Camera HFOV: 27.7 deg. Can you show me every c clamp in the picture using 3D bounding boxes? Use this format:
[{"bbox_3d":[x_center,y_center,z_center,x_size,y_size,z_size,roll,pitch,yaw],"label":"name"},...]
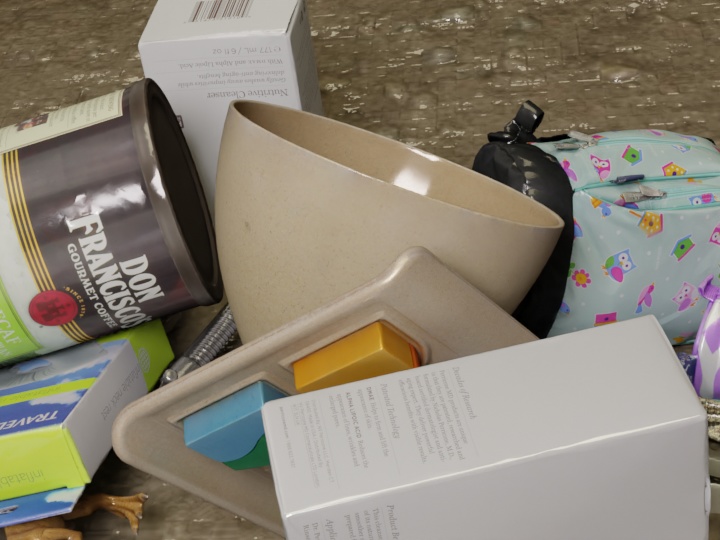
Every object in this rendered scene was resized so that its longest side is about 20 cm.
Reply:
[{"bbox_3d":[-0.082,0.033,0.941,0.027,0.171,0.200,39,57,-2],"label":"c clamp"}]

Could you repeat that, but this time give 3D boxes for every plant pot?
[{"bbox_3d":[0.000,0.000,0.833,0.199,0.135,0.200,19,11,-4],"label":"plant pot"}]

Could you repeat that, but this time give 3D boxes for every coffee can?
[{"bbox_3d":[-0.202,-0.021,0.916,0.199,0.147,0.147,-17,36,4],"label":"coffee can"}]

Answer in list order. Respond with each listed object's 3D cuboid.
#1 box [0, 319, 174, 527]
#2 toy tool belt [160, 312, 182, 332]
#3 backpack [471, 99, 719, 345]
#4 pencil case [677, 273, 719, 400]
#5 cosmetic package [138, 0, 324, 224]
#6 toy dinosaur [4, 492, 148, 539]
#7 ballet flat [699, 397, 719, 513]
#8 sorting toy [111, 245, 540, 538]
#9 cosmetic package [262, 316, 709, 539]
[{"bbox_3d":[-0.202,0.091,0.901,0.121,0.048,0.200,-14,18,15],"label":"box"},{"bbox_3d":[-0.221,0.003,1.051,0.199,0.126,0.123,-1,-1,3],"label":"toy tool belt"},{"bbox_3d":[0.173,-0.018,0.968,0.199,0.167,0.127,-6,42,-21],"label":"backpack"},{"bbox_3d":[0.297,0.058,0.883,0.199,0.086,0.084,10,20,20],"label":"pencil case"},{"bbox_3d":[-0.085,-0.100,1.071,0.112,0.201,0.081,-3,35,10],"label":"cosmetic package"},{"bbox_3d":[-0.184,0.146,0.860,0.106,0.061,0.200,13,10,-13],"label":"toy dinosaur"},{"bbox_3d":[0.181,0.101,0.872,0.199,0.068,0.075,15,58,25],"label":"ballet flat"},{"bbox_3d":[-0.002,0.081,0.777,0.200,0.185,0.037,-31,50,21],"label":"sorting toy"},{"bbox_3d":[0.062,0.106,0.703,0.199,0.113,0.081,-12,37,-5],"label":"cosmetic package"}]
